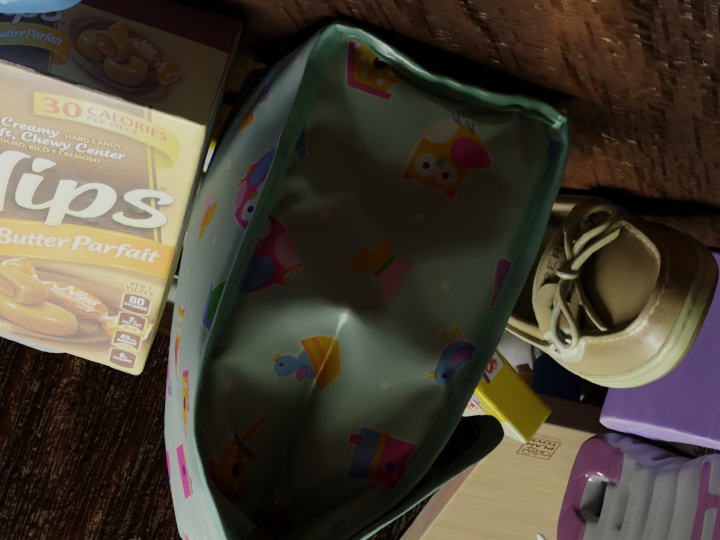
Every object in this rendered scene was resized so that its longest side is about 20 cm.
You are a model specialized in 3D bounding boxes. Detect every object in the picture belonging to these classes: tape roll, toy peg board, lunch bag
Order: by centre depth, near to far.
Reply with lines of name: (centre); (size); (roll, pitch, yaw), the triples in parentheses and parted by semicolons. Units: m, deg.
lunch bag: (-0.012, 0.024, 0.953); (0.122, 0.200, 0.170); (19, 173, -10)
tape roll: (0.217, 0.060, 1.185); (0.200, 0.085, 0.200); (18, 175, 2)
toy peg board: (0.140, 0.106, 1.380); (0.199, 0.098, 0.199); (13, 144, -14)

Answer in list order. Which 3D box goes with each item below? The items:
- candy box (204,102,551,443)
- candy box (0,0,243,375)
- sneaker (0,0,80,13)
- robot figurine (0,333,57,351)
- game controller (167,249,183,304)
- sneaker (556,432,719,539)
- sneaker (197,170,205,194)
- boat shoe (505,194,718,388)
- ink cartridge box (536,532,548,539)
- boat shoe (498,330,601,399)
candy box: (0.000, 0.000, 1.169); (0.102, 0.026, 0.200); (19, 155, 53)
candy box: (-0.122, -0.041, 1.009); (0.115, 0.055, 0.200); (17, 149, -3)
sneaker: (-0.187, -0.105, 0.877); (0.200, 0.079, 0.066); (15, 172, 11)
robot figurine: (-0.200, -0.022, 1.452); (0.200, 0.113, 0.170); (24, -170, -47)
game controller: (-0.029, -0.008, 1.269); (0.200, 0.105, 0.042); (20, -150, -2)
sneaker: (0.173, 0.125, 1.173); (0.088, 0.081, 0.200); (15, -178, -25)
sneaker: (-0.146, -0.063, 1.148); (0.079, 0.079, 0.200); (12, 171, 40)
boat shoe: (0.081, -0.001, 1.100); (0.063, 0.073, 0.201); (23, -178, -25)
ink cartridge box: (0.167, 0.191, 1.301); (0.117, 0.067, 0.200); (43, 169, 36)
boat shoe: (0.108, 0.042, 1.403); (0.065, 0.074, 0.200); (20, 177, 26)
